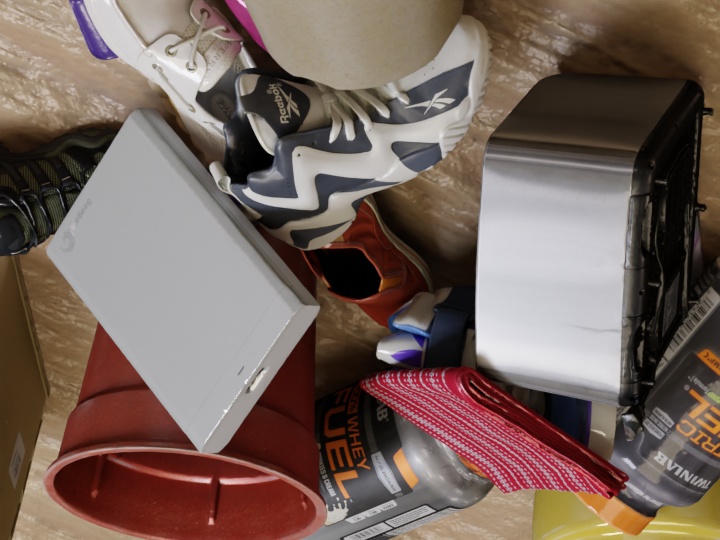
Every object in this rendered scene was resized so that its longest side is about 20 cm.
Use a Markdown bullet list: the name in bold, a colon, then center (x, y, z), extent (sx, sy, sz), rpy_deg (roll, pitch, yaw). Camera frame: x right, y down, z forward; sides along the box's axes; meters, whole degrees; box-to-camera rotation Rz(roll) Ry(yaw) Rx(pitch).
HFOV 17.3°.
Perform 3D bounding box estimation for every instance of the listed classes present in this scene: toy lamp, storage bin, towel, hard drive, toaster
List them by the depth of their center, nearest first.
- **toaster**: center (0.154, -0.018, 1.560), extent (0.119, 0.200, 0.181), rpy_deg (7, 114, 17)
- **hard drive**: center (-0.122, 0.005, 1.582), extent (0.026, 0.200, 0.132), rpy_deg (2, 130, -51)
- **towel**: center (0.087, 0.112, 1.627), extent (0.145, 0.022, 0.200), rpy_deg (35, 166, -14)
- **toy lamp**: center (-0.131, -0.127, 1.632), extent (0.058, 0.058, 0.200), rpy_deg (-19, 129, 27)
- **storage bin**: center (-0.311, 0.113, 1.801), extent (0.094, 0.200, 0.199), rpy_deg (1, 134, 7)

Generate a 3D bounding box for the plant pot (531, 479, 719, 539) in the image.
- **plant pot**: center (0.229, 0.258, 1.813), extent (0.201, 0.189, 0.201), rpy_deg (4, 153, 2)

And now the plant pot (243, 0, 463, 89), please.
- **plant pot**: center (-0.014, -0.215, 1.446), extent (0.200, 0.201, 0.184), rpy_deg (0, 145, 11)

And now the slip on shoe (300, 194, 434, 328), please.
- **slip on shoe**: center (0.000, 0.000, 1.707), extent (0.074, 0.061, 0.200), rpy_deg (0, 153, 20)

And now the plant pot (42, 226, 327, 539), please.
- **plant pot**: center (-0.113, 0.074, 1.703), extent (0.201, 0.195, 0.201), rpy_deg (5, 155, 2)

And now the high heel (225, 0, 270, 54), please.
- **high heel**: center (-0.049, -0.130, 1.607), extent (0.096, 0.067, 0.200), rpy_deg (-35, 133, 24)

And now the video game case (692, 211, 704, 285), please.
- **video game case**: center (0.184, 0.029, 1.752), extent (0.143, 0.019, 0.200), rpy_deg (-1, 133, 12)

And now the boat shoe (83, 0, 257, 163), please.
- **boat shoe**: center (-0.107, -0.145, 1.566), extent (0.069, 0.071, 0.200), rpy_deg (17, 154, 49)

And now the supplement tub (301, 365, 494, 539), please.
- **supplement tub**: center (0.021, 0.141, 1.819), extent (0.200, 0.123, 0.123), rpy_deg (-26, 124, 30)

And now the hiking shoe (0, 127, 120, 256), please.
- **hiking shoe**: center (-0.227, -0.045, 1.698), extent (0.200, 0.101, 0.076), rpy_deg (-1, 134, 12)

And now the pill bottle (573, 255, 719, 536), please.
- **pill bottle**: center (0.234, 0.096, 1.697), extent (0.106, 0.106, 0.200), rpy_deg (33, 106, -20)

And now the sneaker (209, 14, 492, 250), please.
- **sneaker**: center (-0.016, -0.104, 1.531), extent (0.199, 0.080, 0.130), rpy_deg (-37, 146, 22)

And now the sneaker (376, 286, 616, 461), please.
- **sneaker**: center (0.087, 0.075, 1.654), extent (0.146, 0.200, 0.081), rpy_deg (-2, 117, -11)
